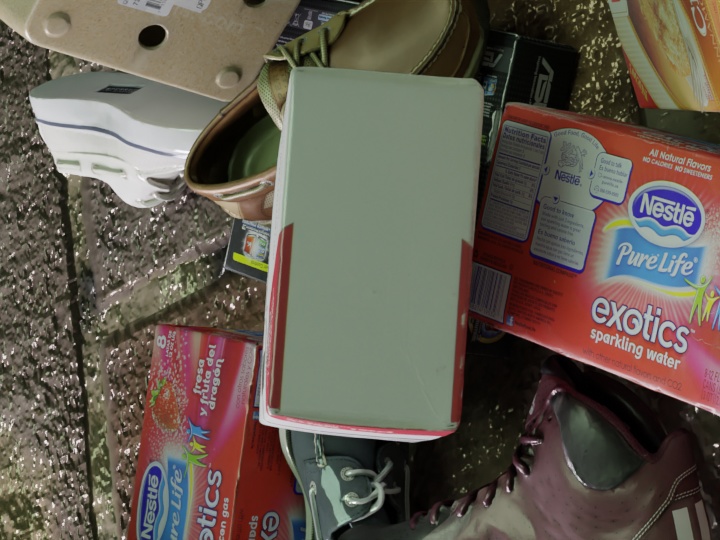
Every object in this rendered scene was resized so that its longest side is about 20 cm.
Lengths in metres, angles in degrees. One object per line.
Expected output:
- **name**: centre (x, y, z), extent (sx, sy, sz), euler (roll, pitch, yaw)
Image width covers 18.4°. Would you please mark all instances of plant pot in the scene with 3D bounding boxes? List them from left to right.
- **plant pot**: centre (-0.111, -0.207, 1.199), extent (0.200, 0.199, 0.177), euler (-57, 37, 27)

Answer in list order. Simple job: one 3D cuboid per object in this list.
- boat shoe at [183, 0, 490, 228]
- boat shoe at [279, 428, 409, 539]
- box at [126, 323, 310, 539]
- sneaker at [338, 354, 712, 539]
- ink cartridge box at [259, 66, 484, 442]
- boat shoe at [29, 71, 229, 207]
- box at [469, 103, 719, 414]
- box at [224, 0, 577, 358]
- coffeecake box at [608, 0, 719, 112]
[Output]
- **boat shoe**: centre (-0.016, -0.084, 1.118), extent (0.200, 0.074, 0.076), euler (-42, 54, 38)
- **boat shoe**: centre (0.004, 0.114, 1.121), extent (0.062, 0.072, 0.201), euler (21, 115, 55)
- **box**: centre (-0.058, 0.134, 1.184), extent (0.095, 0.099, 0.201), euler (9, 92, 50)
- **sneaker**: centre (0.072, 0.096, 1.025), extent (0.199, 0.076, 0.116), euler (-2, 99, 30)
- **ink cartridge box**: centre (0.000, 0.000, 0.994), extent (0.200, 0.082, 0.148), euler (121, 154, -83)
- **boat shoe**: centre (-0.127, -0.074, 1.333), extent (0.199, 0.071, 0.070), euler (10, 120, 46)
- **box**: centre (0.147, -0.002, 0.953), extent (0.200, 0.095, 0.100), euler (20, 102, 50)
- **box**: centre (0.016, -0.055, 1.169), extent (0.200, 0.044, 0.161), euler (18, 99, 50)
- **coffeecake box**: centre (0.146, -0.147, 0.894), extent (0.200, 0.073, 0.154), euler (-143, 36, -82)
